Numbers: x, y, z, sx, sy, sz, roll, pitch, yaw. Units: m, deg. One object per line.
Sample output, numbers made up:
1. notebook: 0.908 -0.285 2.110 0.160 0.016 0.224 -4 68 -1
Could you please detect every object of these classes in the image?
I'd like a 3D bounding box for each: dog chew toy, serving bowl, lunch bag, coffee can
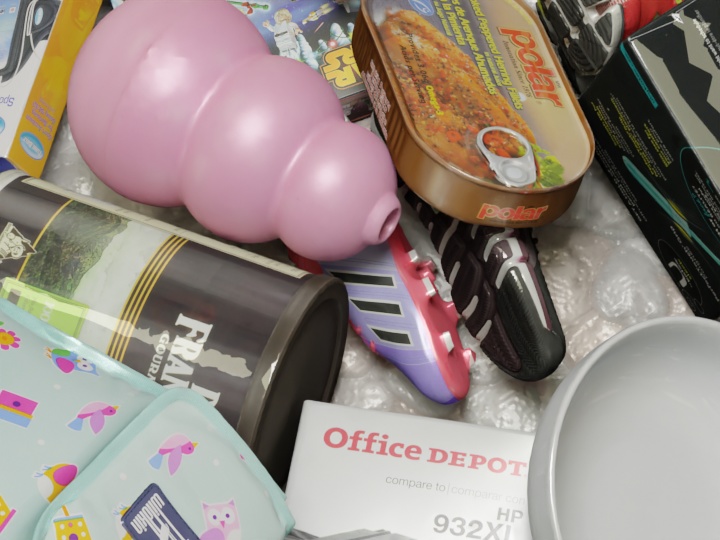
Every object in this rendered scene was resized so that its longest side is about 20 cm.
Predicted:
1. dog chew toy: -0.065 -0.073 1.590 0.199 0.125 0.125 30 74 18
2. serving bowl: 0.165 0.129 1.526 0.199 0.066 0.202 10 72 -31
3. lunch bag: -0.152 0.129 1.442 0.199 0.122 0.170 27 41 14
4. coffee can: -0.125 0.043 1.580 0.199 0.147 0.147 19 71 14

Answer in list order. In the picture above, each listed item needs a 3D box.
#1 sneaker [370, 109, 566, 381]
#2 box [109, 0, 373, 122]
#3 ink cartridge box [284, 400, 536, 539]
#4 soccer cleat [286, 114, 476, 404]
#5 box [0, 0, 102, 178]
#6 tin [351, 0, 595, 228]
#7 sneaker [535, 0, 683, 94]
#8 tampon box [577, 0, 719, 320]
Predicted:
1. sneaker: 0.096 -0.037 1.618 0.115 0.076 0.201 -15 65 -27
2. box: -0.042 -0.149 1.708 0.199 0.040 0.138 -20 68 -3
3. ink cartridge box: 0.023 0.183 1.539 0.144 0.084 0.201 8 68 9
4. soccer cleat: 0.000 0.000 1.634 0.076 0.067 0.201 -31 66 10
5. box: -0.223 -0.129 1.700 0.118 0.041 0.201 5 68 32
6. tin: 0.061 -0.099 1.593 0.111 0.042 0.201 -1 43 -17
7. sneaker: 0.144 -0.156 1.604 0.085 0.200 0.077 -28 87 1
8. tampon box: 0.215 -0.075 1.546 0.126 0.200 0.150 -31 86 -8
